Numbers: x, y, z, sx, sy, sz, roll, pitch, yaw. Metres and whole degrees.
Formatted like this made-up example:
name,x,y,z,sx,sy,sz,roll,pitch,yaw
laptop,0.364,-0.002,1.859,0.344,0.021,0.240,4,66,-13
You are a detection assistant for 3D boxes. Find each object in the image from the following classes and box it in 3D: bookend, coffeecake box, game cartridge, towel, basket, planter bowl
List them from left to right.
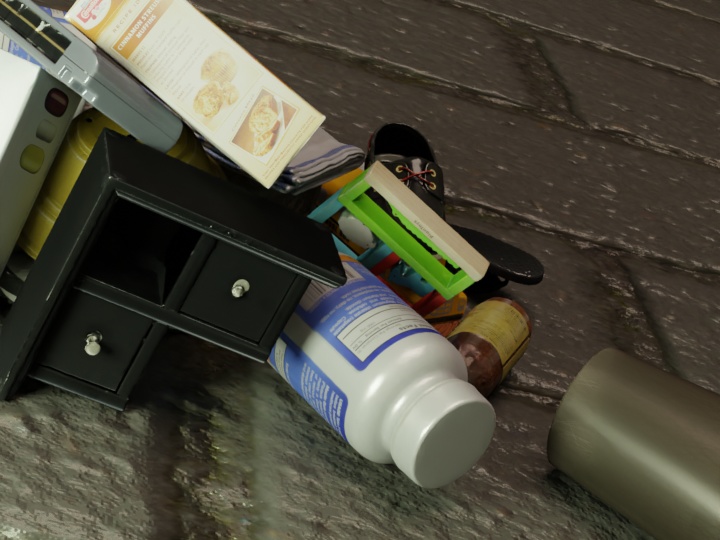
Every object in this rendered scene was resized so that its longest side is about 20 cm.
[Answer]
name,x,y,z,sx,sy,sz,roll,pitch,yaw
game cartridge,-0.225,-0.164,1.355,0.200,0.041,0.133,38,-3,36
planter bowl,-0.188,-0.079,1.421,0.199,0.084,0.201,8,38,-6
bookend,-0.148,0.028,1.328,0.198,0.201,0.092,24,21,-22
coffeecake box,-0.130,-0.158,1.374,0.200,0.073,0.154,40,1,-8
towel,-0.106,-0.127,1.556,0.199,0.024,0.147,27,24,20
basket,0.263,0.157,1.423,0.199,0.137,0.180,28,23,27

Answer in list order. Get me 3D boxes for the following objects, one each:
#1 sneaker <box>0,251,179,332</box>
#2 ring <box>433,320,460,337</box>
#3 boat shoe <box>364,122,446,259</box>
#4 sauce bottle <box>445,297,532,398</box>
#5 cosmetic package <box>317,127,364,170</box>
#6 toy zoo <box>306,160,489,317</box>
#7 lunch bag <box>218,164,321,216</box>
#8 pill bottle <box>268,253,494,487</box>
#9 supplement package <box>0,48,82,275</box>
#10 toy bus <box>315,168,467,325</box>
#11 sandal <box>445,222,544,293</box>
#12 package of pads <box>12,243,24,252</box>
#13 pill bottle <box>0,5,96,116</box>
name,x,y,z,sx,sy,sz,roll,pitch,yaw
sneaker,-0.213,-0.002,1.443,0.199,0.080,0.074,3,31,-31
ring,0.002,0.015,1.648,0.199,0.019,0.201,17,23,-8
boat shoe,0.038,-0.071,1.553,0.073,0.064,0.202,8,27,-10
sauce bottle,0.096,0.080,1.526,0.066,0.066,0.200,26,23,13
cosmetic package,-0.080,-0.113,1.787,0.101,0.075,0.200,-5,33,-43
toy zoo,0.000,0.000,1.487,0.131,0.200,0.021,41,46,-12
lunch bag,-0.156,-0.077,1.598,0.199,0.118,0.164,26,31,25
pill bottle,0.014,0.081,1.386,0.111,0.113,0.200,-3,34,-42
supplement package,-0.334,-0.085,1.341,0.155,0.201,0.111,24,-2,10
toy bus,0.020,-0.023,1.609,0.065,0.079,0.200,-6,30,-35
sandal,0.100,-0.012,1.761,0.199,0.048,0.075,21,22,34
package of pads,-0.327,-0.073,1.514,0.153,0.069,0.200,5,28,-32
pill bottle,-0.370,-0.216,1.728,0.198,0.113,0.112,10,26,-21
